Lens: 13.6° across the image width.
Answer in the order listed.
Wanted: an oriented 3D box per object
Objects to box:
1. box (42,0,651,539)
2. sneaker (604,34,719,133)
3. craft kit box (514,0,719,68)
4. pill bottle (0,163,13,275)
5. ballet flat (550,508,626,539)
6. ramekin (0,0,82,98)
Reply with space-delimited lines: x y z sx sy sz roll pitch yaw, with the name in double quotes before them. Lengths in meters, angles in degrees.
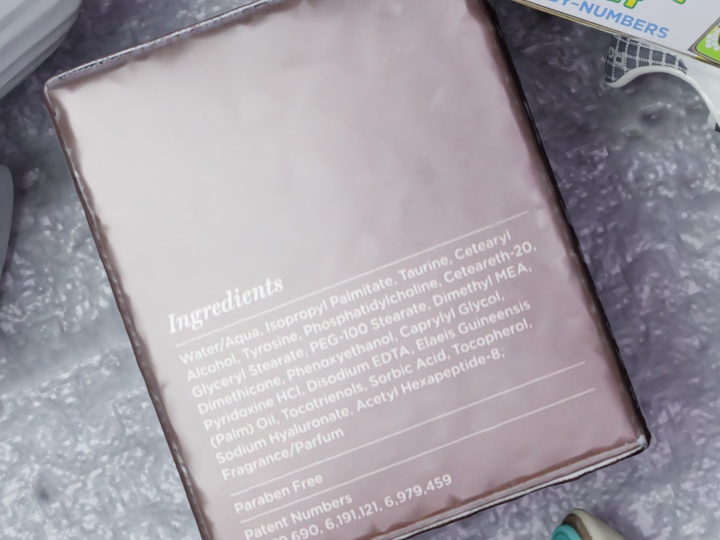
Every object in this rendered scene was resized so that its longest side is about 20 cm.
"box" 0.000 0.000 1.136 0.164 0.166 0.201 -20 88 4
"sneaker" 0.195 -0.065 1.179 0.200 0.076 0.081 30 102 9
"craft kit box" 0.081 -0.161 1.102 0.197 0.200 0.049 18 128 -17
"pill bottle" -0.243 -0.025 1.182 0.199 0.111 0.112 14 90 4
"ballet flat" 0.125 0.187 1.180 0.069 0.069 0.201 -12 90 4
"ramekin" -0.191 -0.131 1.078 0.201 0.200 0.098 48 55 4
